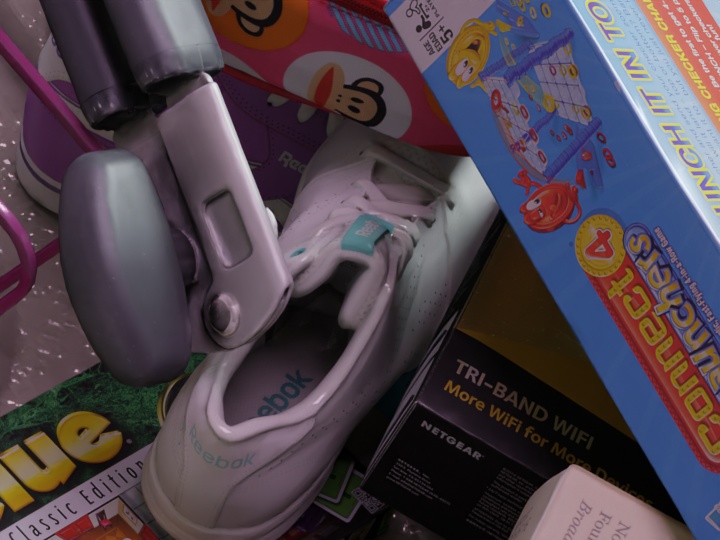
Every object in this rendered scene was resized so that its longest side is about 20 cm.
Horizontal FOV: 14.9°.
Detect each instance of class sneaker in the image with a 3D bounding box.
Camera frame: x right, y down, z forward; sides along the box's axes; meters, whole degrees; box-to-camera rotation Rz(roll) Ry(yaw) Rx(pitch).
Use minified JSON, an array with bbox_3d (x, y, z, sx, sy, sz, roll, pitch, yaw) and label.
[{"bbox_3d":[0.000,0.000,0.908,0.075,0.089,0.200,28,60,5],"label":"sneaker"},{"bbox_3d":[-0.018,-0.060,0.998,0.199,0.115,0.073,4,46,-17],"label":"sneaker"}]

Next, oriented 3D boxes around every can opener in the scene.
[{"bbox_3d":[-0.075,-0.066,0.854,0.066,0.053,0.201,-6,73,-49],"label":"can opener"}]

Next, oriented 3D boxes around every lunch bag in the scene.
[{"bbox_3d":[0.000,-0.144,0.950,0.175,0.082,0.201,22,47,-1],"label":"lunch bag"}]

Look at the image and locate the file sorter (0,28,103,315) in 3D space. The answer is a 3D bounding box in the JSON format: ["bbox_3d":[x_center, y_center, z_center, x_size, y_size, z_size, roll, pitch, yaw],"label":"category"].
[{"bbox_3d":[-0.190,0.004,0.847,0.126,0.139,0.200,49,46,-8],"label":"file sorter"}]

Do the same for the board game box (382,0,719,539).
[{"bbox_3d":[0.128,-0.016,0.833,0.195,0.056,0.201,-3,57,-50],"label":"board game box"}]

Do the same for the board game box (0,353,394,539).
[{"bbox_3d":[-0.092,0.090,0.900,0.105,0.024,0.200,42,49,22],"label":"board game box"}]

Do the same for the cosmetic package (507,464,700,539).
[{"bbox_3d":[0.117,0.150,0.779,0.199,0.073,0.104,28,75,1],"label":"cosmetic package"}]

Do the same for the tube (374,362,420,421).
[{"bbox_3d":[0.071,0.064,0.965,0.200,0.050,0.078,36,74,10],"label":"tube"}]

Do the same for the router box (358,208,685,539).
[{"bbox_3d":[0.119,0.054,0.892,0.199,0.052,0.158,30,46,-2],"label":"router box"}]
